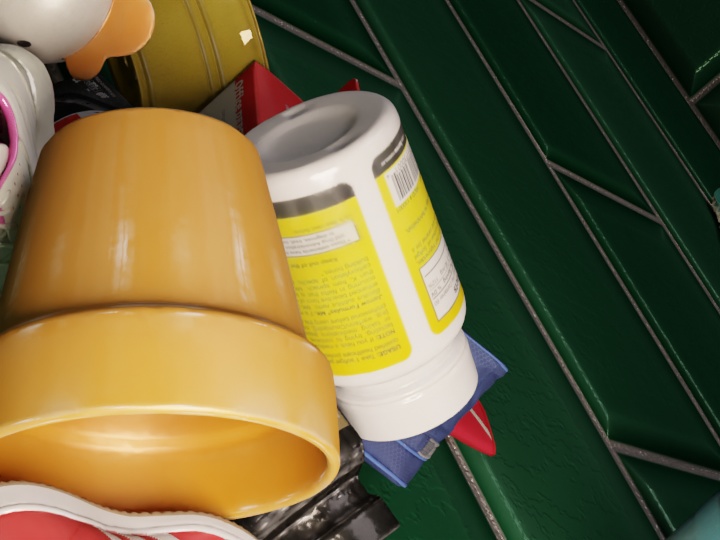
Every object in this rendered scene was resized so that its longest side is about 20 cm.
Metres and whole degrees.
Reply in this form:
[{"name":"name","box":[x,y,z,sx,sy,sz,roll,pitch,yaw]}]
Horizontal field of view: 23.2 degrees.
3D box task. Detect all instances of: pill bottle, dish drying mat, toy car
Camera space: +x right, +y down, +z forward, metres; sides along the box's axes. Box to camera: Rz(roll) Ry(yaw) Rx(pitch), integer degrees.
[{"name":"pill bottle","box":[-0.068,0.104,1.087,0.200,0.112,0.112,52,21,8]},{"name":"dish drying mat","box":[0.037,0.087,1.451,0.200,0.018,0.077,35,26,-33]},{"name":"pill bottle","box":[0.000,0.000,1.101,0.115,0.113,0.201,-85,156,-62]},{"name":"toy car","box":[-0.221,-0.167,1.079,0.199,0.178,0.184,26,5,19]}]

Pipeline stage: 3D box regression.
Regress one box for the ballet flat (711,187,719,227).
[{"name":"ballet flat","box":[0.606,-0.068,2.771,0.072,0.072,0.201,40,23,-21]}]

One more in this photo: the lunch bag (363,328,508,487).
[{"name":"lunch bag","box":[-0.013,0.053,1.248,0.200,0.133,0.136,40,0,-23]}]

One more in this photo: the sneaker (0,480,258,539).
[{"name":"sneaker","box":[-0.115,0.182,0.920,0.199,0.071,0.113,19,32,-40]}]

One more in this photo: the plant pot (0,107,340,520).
[{"name":"plant pot","box":[-0.114,0.022,0.941,0.200,0.199,0.185,24,55,-47]}]

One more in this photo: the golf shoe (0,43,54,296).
[{"name":"golf shoe","box":[-0.211,-0.031,1.003,0.092,0.075,0.202,-18,99,-82]}]

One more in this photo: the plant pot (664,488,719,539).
[{"name":"plant pot","box":[0.274,0.293,1.337,0.200,0.188,0.201,40,23,-21]}]

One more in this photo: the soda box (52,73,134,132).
[{"name":"soda box","box":[-0.163,-0.063,1.128,0.200,0.063,0.071,42,-32,55]}]

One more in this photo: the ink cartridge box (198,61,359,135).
[{"name":"ink cartridge box","box":[-0.088,-0.059,1.198,0.067,0.200,0.117,38,23,-29]}]

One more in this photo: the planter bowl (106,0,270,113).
[{"name":"planter bowl","box":[-0.140,-0.165,1.286,0.201,0.083,0.201,56,-22,36]}]
